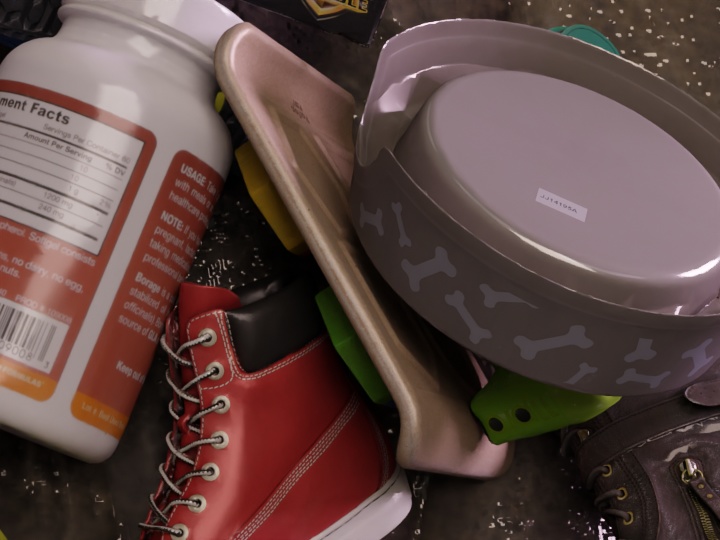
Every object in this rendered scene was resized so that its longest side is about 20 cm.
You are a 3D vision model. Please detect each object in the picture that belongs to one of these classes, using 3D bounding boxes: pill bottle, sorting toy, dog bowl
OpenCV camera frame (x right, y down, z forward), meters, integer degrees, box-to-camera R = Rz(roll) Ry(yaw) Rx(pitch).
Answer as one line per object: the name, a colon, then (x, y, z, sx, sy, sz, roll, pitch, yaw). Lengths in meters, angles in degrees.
pill bottle: (-0.122, -0.028, 1.008, 0.111, 0.112, 0.201, 23, 81, -4)
sorting toy: (0.000, 0.000, 1.032, 0.036, 0.185, 0.201, -27, 77, 11)
dog bowl: (0.085, -0.026, 0.983, 0.198, 0.059, 0.201, 16, 34, -11)

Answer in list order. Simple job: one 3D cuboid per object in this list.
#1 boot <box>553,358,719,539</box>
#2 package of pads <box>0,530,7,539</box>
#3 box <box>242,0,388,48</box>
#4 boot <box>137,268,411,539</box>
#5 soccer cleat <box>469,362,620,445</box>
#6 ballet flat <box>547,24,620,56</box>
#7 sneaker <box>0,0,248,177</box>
boot: (0.121, 0.112, 1.058, 0.199, 0.070, 0.175, -23, 53, -13)
package of pads: (-0.215, 0.144, 0.930, 0.154, 0.068, 0.201, -39, 79, 9)
box: (-0.069, -0.201, 1.107, 0.197, 0.050, 0.201, 20, 34, -4)
boot: (-0.078, 0.089, 0.986, 0.200, 0.072, 0.145, -38, 116, -31)
soccer cleat: (0.096, 0.013, 1.076, 0.068, 0.081, 0.200, 57, 25, -15)
ballet flat: (0.063, -0.042, 1.102, 0.067, 0.070, 0.200, 40, 48, -1)
sneaker: (-0.113, -0.113, 1.100, 0.199, 0.078, 0.066, 30, 95, -20)
